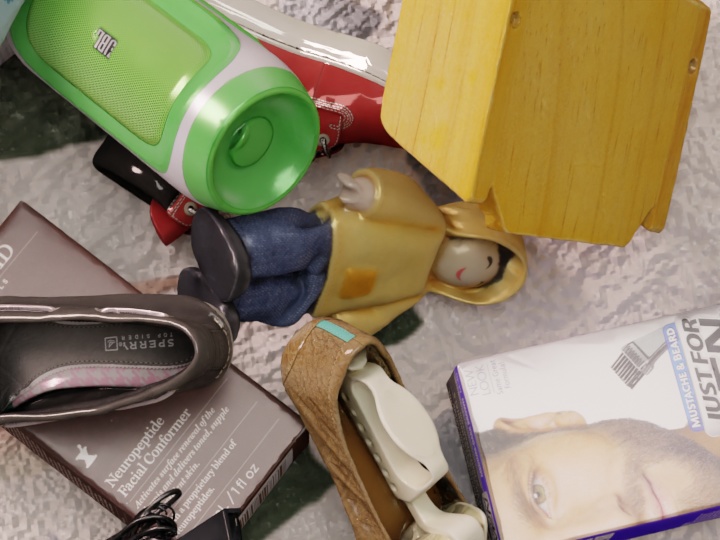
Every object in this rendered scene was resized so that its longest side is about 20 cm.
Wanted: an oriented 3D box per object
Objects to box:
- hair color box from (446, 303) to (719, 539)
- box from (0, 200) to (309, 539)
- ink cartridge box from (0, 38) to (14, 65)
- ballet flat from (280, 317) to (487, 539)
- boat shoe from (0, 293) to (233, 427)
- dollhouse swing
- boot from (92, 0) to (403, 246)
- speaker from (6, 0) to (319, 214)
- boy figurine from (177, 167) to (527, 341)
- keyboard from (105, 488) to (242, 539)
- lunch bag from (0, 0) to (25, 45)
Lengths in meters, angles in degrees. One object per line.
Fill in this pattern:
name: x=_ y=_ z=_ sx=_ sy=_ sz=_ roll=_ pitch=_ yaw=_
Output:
hair color box: x=0.157 y=0.086 z=1.324 sx=0.199 sy=0.065 sz=0.110 roll=-13 pitch=78 yaw=-5
box: x=-0.133 y=0.065 z=1.306 sx=0.200 sy=0.075 sz=0.100 roll=36 pitch=78 yaw=7
ink cartridge box: x=-0.275 y=-0.184 z=1.373 sx=0.200 sy=0.041 sz=0.200 roll=-39 pitch=81 yaw=-11
ballet flat: x=0.027 y=0.113 z=1.266 sx=0.068 sy=0.072 sz=0.201 roll=-33 pitch=106 yaw=-30
boat shoe: x=-0.164 y=0.044 z=1.232 sx=0.199 sy=0.057 sz=0.067 roll=-7 pitch=91 yaw=9
dollhouse swing: x=0.060 y=-0.123 z=1.319 sx=0.175 sy=0.200 sz=0.183 roll=15 pitch=96 yaw=35
boot: x=-0.041 y=-0.063 z=1.346 sx=0.199 sy=0.072 sz=0.145 roll=20 pitch=76 yaw=10
speaker: x=-0.109 y=-0.107 z=1.280 sx=0.088 sy=0.089 sz=0.200 roll=-43 pitch=51 yaw=-12
boy figurine: x=0.000 y=0.000 z=1.315 sx=0.199 sy=0.125 sz=0.064 roll=-4 pitch=38 yaw=-31
keyboard: x=-0.137 y=0.181 z=1.231 sx=0.200 sy=0.040 sz=0.104 roll=-35 pitch=47 yaw=30
lunch bag: x=-0.278 y=-0.156 z=1.284 sx=0.199 sy=0.127 sz=0.171 roll=17 pitch=74 yaw=32
